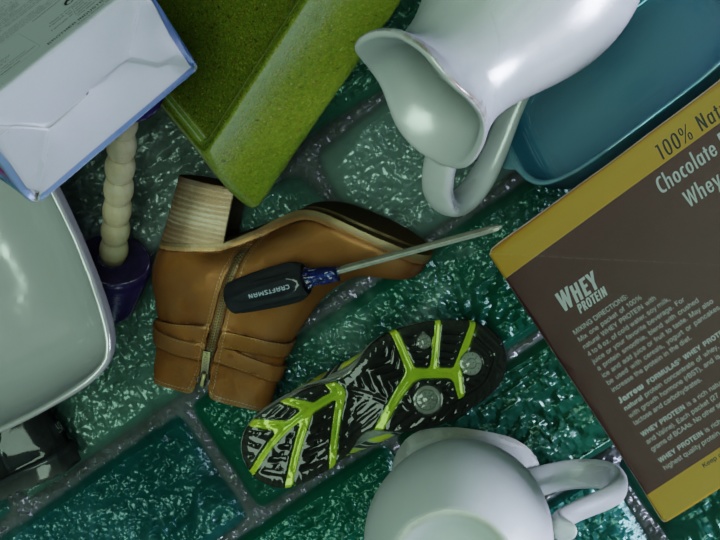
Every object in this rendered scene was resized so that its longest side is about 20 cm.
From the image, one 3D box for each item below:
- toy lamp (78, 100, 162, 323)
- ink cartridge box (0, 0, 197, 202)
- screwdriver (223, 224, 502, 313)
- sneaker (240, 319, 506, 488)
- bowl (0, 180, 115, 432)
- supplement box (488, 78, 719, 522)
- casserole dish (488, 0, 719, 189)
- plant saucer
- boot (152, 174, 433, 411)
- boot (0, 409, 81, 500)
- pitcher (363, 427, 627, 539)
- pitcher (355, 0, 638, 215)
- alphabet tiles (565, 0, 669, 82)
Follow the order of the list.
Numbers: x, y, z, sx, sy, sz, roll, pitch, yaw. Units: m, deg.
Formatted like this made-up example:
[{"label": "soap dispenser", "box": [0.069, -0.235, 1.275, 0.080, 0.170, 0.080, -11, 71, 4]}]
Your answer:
[{"label": "toy lamp", "box": [-0.166, -0.047, 1.095, 0.058, 0.058, 0.201, 19, 130, 6]}, {"label": "ink cartridge box", "box": [-0.214, -0.137, 1.004, 0.136, 0.200, 0.077, -41, 131, -15]}, {"label": "screwdriver", "box": [0.000, 0.000, 1.044, 0.198, 0.028, 0.029, -10, 71, 22]}, {"label": "sneaker", "box": [0.006, 0.085, 1.119, 0.198, 0.076, 0.076, -21, 94, -7]}, {"label": "bowl", "box": [-0.271, 0.012, 1.093, 0.199, 0.075, 0.201, -24, 90, 11]}, {"label": "supplement box", "box": [0.226, 0.013, 1.011, 0.197, 0.133, 0.201, -37, 79, 17]}, {"label": "casserole dish", "box": [0.170, -0.129, 1.036, 0.199, 0.039, 0.122, -36, 48, 19]}, {"label": "plant saucer", "box": [-0.094, -0.176, 1.045, 0.200, 0.048, 0.200, 50, 124, 20]}, {"label": "boot", "box": [-0.053, 0.026, 1.119, 0.198, 0.074, 0.156, 13, 100, 19]}, {"label": "boot", "box": [-0.317, 0.080, 1.169, 0.164, 0.066, 0.201, -24, 97, 4]}, {"label": "pitcher", "box": [0.092, 0.163, 1.049, 0.170, 0.200, 0.122, -7, 98, 9]}, {"label": "pitcher", "box": [0.094, -0.144, 0.991, 0.121, 0.172, 0.200, 28, 62, 26]}, {"label": "alphabet tiles", "box": [0.183, -0.229, 1.069, 0.195, 0.015, 0.201, -36, 91, 12]}]
